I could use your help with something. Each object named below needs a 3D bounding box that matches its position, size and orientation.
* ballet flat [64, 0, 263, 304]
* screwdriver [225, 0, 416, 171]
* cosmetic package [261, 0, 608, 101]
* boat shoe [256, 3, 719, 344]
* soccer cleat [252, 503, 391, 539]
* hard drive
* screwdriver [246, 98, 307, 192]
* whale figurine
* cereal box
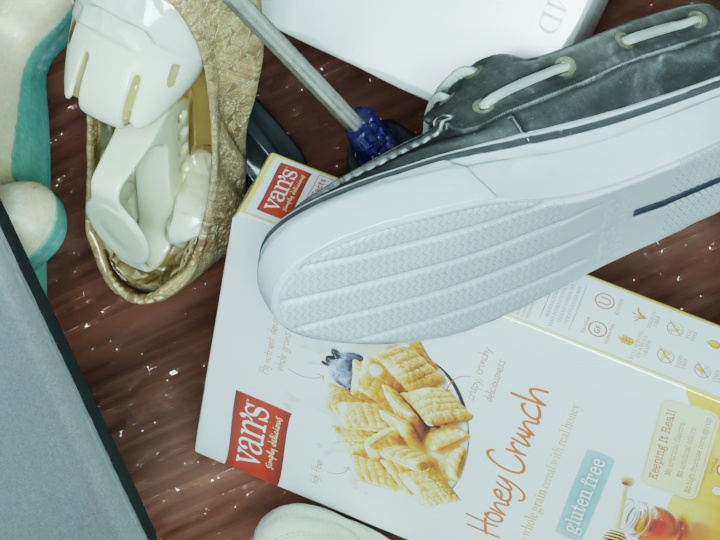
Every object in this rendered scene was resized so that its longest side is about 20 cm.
[{"bbox_3d":[-0.072,-0.059,0.809,0.070,0.065,0.200,20,142,19],"label":"ballet flat"},{"bbox_3d":[-0.004,-0.056,0.785,0.029,0.200,0.028,3,72,18],"label":"screwdriver"},{"bbox_3d":[-0.002,-0.136,0.835,0.199,0.081,0.113,24,99,7],"label":"cosmetic package"},{"bbox_3d":[0.050,-0.034,0.763,0.199,0.072,0.071,-18,57,-21],"label":"boat shoe"},{"bbox_3d":[0.050,0.145,0.864,0.200,0.069,0.078,39,120,-4],"label":"soccer cleat"},{"bbox_3d":[-0.169,0.044,0.790,0.139,0.033,0.201,-19,120,3],"label":"hard drive"},{"bbox_3d":[0.000,0.000,0.879,0.200,0.028,0.029,48,130,1],"label":"screwdriver"},{"bbox_3d":[-0.156,-0.028,0.875,0.159,0.104,0.201,16,76,41],"label":"whale figurine"},{"bbox_3d":[0.042,0.050,0.832,0.199,0.040,0.144,21,139,7],"label":"cereal box"}]
